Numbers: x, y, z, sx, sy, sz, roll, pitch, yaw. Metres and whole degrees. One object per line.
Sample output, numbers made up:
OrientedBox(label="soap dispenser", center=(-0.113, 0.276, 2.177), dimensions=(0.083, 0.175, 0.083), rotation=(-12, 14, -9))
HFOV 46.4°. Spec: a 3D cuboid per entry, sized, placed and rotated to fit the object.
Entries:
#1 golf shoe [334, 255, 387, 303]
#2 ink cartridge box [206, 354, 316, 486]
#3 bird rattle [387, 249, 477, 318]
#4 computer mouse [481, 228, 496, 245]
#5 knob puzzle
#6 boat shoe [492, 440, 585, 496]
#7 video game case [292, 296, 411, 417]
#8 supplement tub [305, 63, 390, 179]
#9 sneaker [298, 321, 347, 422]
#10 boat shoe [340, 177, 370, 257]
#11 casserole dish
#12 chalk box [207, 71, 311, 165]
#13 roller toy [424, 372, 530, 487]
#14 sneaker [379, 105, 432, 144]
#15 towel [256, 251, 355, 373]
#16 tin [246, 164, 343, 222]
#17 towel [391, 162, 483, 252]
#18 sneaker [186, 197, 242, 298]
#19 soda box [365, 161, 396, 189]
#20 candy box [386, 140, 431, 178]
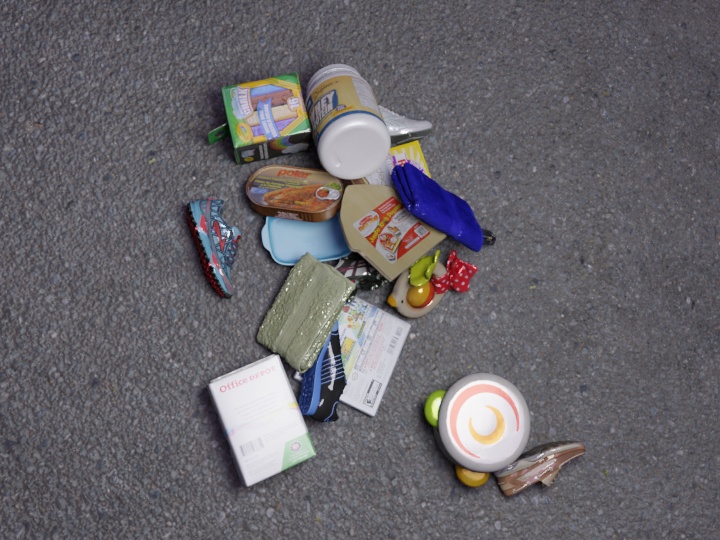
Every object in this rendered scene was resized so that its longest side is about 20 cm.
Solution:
OrientedBox(label="golf shoe", center=(0.000, 0.000, 1.674), dimensions=(0.198, 0.078, 0.089), rotation=(-24, 65, -32))
OrientedBox(label="ink cartridge box", center=(-0.188, 0.278, 1.570), dimensions=(0.143, 0.087, 0.203), rotation=(-21, 86, -17))
OrientedBox(label="bird rattle", center=(0.131, 0.020, 1.690), dimensions=(0.113, 0.199, 0.164), rotation=(43, 104, 35))
OrientedBox(label="computer mouse", center=(0.194, -0.086, 1.748), dimensions=(0.197, 0.034, 0.059), rotation=(19, 41, -17))
OrientedBox(label="knob puzzle", center=(0.040, -0.087, 1.613), dimensions=(0.215, 0.031, 0.223), rotation=(10, 55, -14))
OrientedBox(label="boat shoe", center=(0.363, 0.397, 1.692), dimensions=(0.196, 0.076, 0.073), rotation=(-18, 86, -7))
OrientedBox(label="video game case", center=(-0.015, 0.160, 1.671), dimensions=(0.180, 0.022, 0.203), rotation=(26, 74, -7))
OrientedBox(label="supplement tub", center=(-0.030, -0.293, 1.636), dimensions=(0.142, 0.146, 0.202), rotation=(-5, 47, -14))
OrientedBox(label="sneaker", center=(-0.062, 0.190, 1.614), dimensions=(0.077, 0.070, 0.204), rotation=(23, 68, -30))
OrientedBox(label="boat shoe", center=(-0.001, -0.114, 1.664), dimensions=(0.067, 0.072, 0.203), rotation=(-16, 72, -29))
OrientedBox(label="casserole dish", center=(-0.103, -0.073, 1.689), dimensions=(0.196, 0.039, 0.124), rotation=(-8, 80, -16))
OrientedBox(label="chalk box", center=(-0.206, -0.293, 1.657), dimensions=(0.196, 0.125, 0.127), rotation=(-12, 82, -7))
OrientedBox(label="roller toy", center=(0.234, 0.299, 1.641), dimensions=(0.180, 0.140, 0.202), rotation=(-30, 81, -8))
OrientedBox(label="sneaker", center=(0.057, -0.308, 1.762), dimensions=(0.196, 0.070, 0.082), rotation=(-5, 77, -14))
OrientedBox(label="towel", center=(-0.108, 0.077, 1.603), dimensions=(0.147, 0.036, 0.202), rotation=(29, 89, 33))
OrientedBox(label="tin", center=(-0.128, -0.152, 1.659), dimensions=(0.196, 0.042, 0.114), rotation=(9, 58, 12))
OrientedBox(label="towel", center=(0.156, -0.128, 1.647), dimensions=(0.198, 0.050, 0.149), rotation=(26, 27, -35))
OrientedBox(label="sneaker", center=(-0.267, -0.049, 1.623), dimensions=(0.094, 0.079, 0.204), rotation=(-17, 83, -18))
OrientedBox(label="soda box", center=(0.034, -0.161, 1.724), dimensions=(0.063, 0.068, 0.203), rotation=(-18, 83, -18))
OrientedBox(label="candy box", center=(0.108, -0.166, 1.766), dimensions=(0.101, 0.026, 0.204), rotation=(-17, 84, -20))
